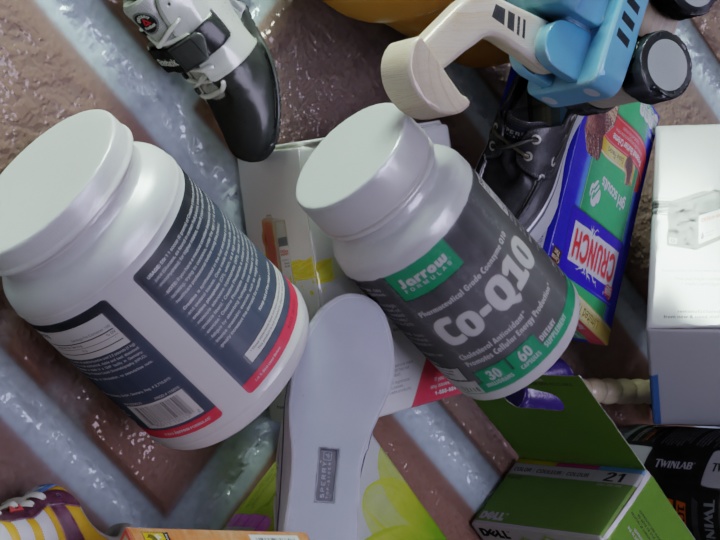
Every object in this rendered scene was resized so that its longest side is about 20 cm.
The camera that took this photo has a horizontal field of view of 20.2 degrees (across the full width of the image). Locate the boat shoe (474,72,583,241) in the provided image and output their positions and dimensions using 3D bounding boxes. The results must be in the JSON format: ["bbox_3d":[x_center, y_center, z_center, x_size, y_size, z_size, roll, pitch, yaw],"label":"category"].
[{"bbox_3d":[0.125,-0.102,1.465,0.201,0.070,0.066,-61,152,-6],"label":"boat shoe"}]

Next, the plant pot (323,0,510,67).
[{"bbox_3d":[0.063,-0.246,1.471,0.183,0.199,0.201,39,64,-50],"label":"plant pot"}]

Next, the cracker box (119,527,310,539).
[{"bbox_3d":[-0.118,0.257,1.302,0.133,0.058,0.201,7,123,-33],"label":"cracker box"}]

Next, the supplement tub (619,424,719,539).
[{"bbox_3d":[0.288,0.188,1.630,0.122,0.199,0.123,1,88,-39],"label":"supplement tub"}]

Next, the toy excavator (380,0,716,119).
[{"bbox_3d":[0.121,-0.164,1.366,0.199,0.100,0.196,27,75,-27],"label":"toy excavator"}]

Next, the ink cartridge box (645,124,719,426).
[{"bbox_3d":[0.276,0.003,1.625,0.145,0.083,0.201,74,20,-53],"label":"ink cartridge box"}]

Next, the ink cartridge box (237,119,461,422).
[{"bbox_3d":[0.000,0.000,1.467,0.145,0.083,0.201,-11,97,-39],"label":"ink cartridge box"}]

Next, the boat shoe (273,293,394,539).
[{"bbox_3d":[-0.028,0.115,1.368,0.073,0.065,0.201,15,83,-14],"label":"boat shoe"}]

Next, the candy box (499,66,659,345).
[{"bbox_3d":[0.158,-0.063,1.571,0.169,0.077,0.201,38,65,-61],"label":"candy box"}]

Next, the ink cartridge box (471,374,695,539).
[{"bbox_3d":[0.150,0.173,1.549,0.076,0.147,0.200,-51,118,-27],"label":"ink cartridge box"}]

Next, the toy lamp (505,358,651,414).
[{"bbox_3d":[0.192,0.099,1.646,0.199,0.058,0.059,6,85,-40],"label":"toy lamp"}]

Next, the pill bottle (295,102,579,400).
[{"bbox_3d":[0.052,-0.013,1.383,0.200,0.113,0.113,46,62,-28],"label":"pill bottle"}]

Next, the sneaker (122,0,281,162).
[{"bbox_3d":[-0.119,-0.163,1.381,0.088,0.074,0.201,-21,93,-38],"label":"sneaker"}]

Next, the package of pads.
[{"bbox_3d":[-0.035,0.221,1.444,0.200,0.068,0.155,-50,120,-29],"label":"package of pads"}]

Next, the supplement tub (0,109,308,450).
[{"bbox_3d":[-0.141,0.008,1.311,0.200,0.140,0.141,47,61,-29],"label":"supplement tub"}]

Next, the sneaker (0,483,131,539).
[{"bbox_3d":[-0.229,0.172,1.285,0.200,0.075,0.091,31,61,-42],"label":"sneaker"}]
